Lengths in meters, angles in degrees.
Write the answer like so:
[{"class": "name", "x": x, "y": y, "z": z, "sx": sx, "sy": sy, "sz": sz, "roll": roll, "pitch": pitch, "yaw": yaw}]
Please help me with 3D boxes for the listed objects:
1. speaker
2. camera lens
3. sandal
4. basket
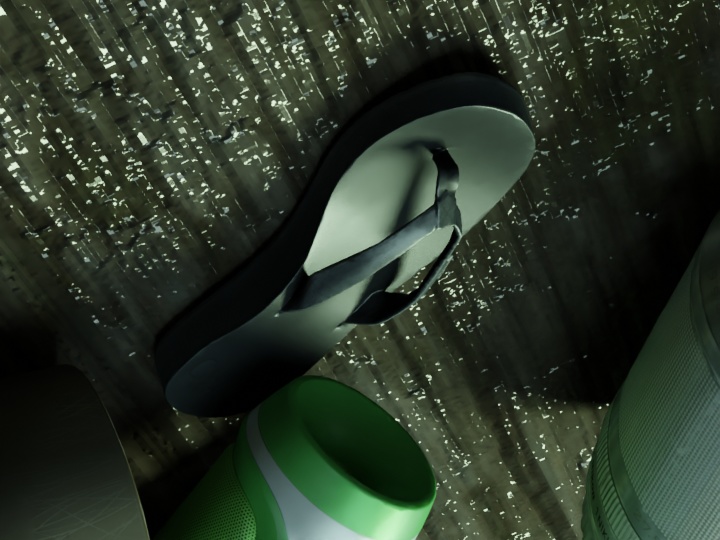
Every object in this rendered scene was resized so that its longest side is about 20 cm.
[{"class": "speaker", "x": -0.057, "y": 0.138, "z": 1.050, "sx": 0.088, "sy": 0.089, "sz": 0.200, "roll": 16, "pitch": 121, "yaw": -44}, {"class": "camera lens", "x": 0.189, "y": 0.066, "z": 1.083, "sx": 0.159, "sy": 0.161, "sz": 0.200, "roll": -6, "pitch": 144, "yaw": -22}, {"class": "sandal", "x": 0.000, "y": 0.000, "z": 0.988, "sx": 0.076, "sy": 0.043, "sz": 0.200, "roll": 10, "pitch": 136, "yaw": -40}, {"class": "basket", "x": -0.187, "y": 0.115, "z": 0.967, "sx": 0.199, "sy": 0.137, "sz": 0.180, "roll": -15, "pitch": 179, "yaw": -20}]
